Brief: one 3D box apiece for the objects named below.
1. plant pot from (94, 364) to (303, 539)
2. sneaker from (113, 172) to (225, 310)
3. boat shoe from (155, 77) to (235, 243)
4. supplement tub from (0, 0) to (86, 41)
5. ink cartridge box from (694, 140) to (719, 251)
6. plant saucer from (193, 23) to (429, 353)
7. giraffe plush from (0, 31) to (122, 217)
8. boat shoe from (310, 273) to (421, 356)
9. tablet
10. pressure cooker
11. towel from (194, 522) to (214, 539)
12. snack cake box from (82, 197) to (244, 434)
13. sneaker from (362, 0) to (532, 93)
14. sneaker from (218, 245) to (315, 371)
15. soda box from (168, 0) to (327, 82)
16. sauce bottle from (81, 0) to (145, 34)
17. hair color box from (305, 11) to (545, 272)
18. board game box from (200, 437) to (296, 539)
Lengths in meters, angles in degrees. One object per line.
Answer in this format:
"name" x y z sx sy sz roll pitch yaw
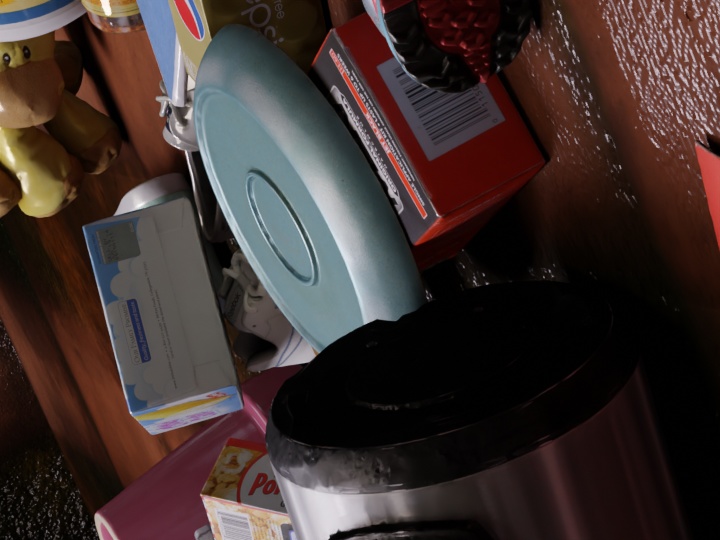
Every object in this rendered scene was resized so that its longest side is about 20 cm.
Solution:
"plant pot" -0.084 0.190 1.698 0.201 0.178 0.200 58 164 26
"sneaker" -0.153 0.011 1.831 0.200 0.073 0.119 127 123 -71
"boat shoe" -0.093 -0.100 1.452 0.072 0.065 0.201 52 161 41
"supplement tub" -0.242 -0.266 1.540 0.145 0.144 0.201 51 161 41
"ink cartridge box" 0.170 0.069 0.852 0.173 0.043 0.201 38 151 57
"plant saucer" -0.030 -0.026 1.171 0.200 0.027 0.201 53 161 26
"giraffe plush" -0.277 -0.153 1.857 0.200 0.173 0.162 46 153 1
"boat shoe" 0.000 0.000 1.290 0.074 0.069 0.201 -15 106 59
"tablet" -0.112 -0.205 1.342 0.201 0.014 0.131 99 156 -48
"pressure cooker" 0.065 0.125 1.056 0.176 0.178 0.201 -143 33 -67
"towel" 0.005 0.215 1.452 0.200 0.165 0.086 57 172 29
"snack cake box" -0.117 0.031 1.450 0.200 0.067 0.116 98 156 -82
"sneaker" 0.006 -0.168 0.958 0.096 0.079 0.201 51 161 48
"sneaker" -0.041 -0.002 1.396 0.075 0.087 0.201 56 163 36
"soda box" -0.069 -0.177 1.230 0.064 0.067 0.201 50 160 43
"sauce bottle" -0.165 -0.243 1.467 0.066 0.066 0.201 47 160 49
"hair color box" 0.018 -0.057 1.139 0.102 0.061 0.200 61 166 6
"board game box" 0.021 0.176 1.325 0.199 0.046 0.152 10 138 19
